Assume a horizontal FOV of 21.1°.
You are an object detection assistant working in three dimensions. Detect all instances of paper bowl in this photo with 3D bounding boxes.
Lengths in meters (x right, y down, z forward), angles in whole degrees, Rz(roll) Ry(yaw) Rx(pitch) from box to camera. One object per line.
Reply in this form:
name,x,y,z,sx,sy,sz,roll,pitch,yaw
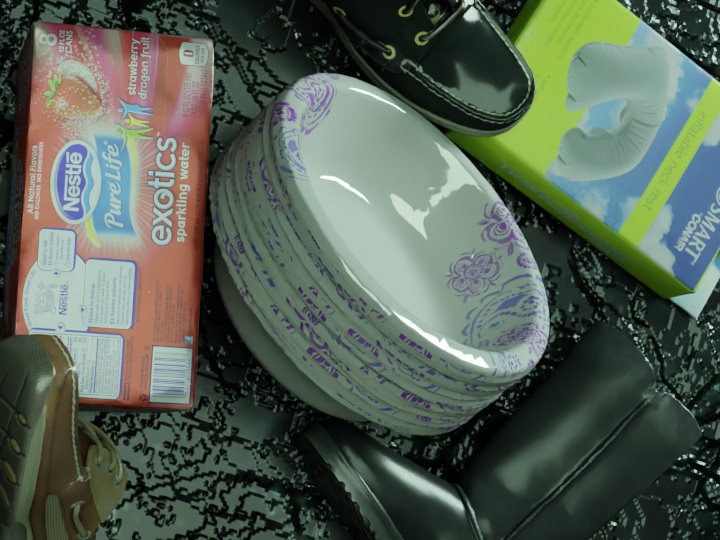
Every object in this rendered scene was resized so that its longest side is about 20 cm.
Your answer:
paper bowl,0.000,0.000,1.051,0.201,0.201,0.104,46,119,-9

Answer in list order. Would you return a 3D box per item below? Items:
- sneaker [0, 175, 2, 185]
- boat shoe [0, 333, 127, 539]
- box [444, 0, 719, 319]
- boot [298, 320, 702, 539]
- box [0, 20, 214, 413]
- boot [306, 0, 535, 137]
sneaker,-0.276,-0.074,1.027,0.200,0.077,0.089,39,62,-16
boat shoe,-0.158,0.099,0.977,0.071,0.201,0.076,-14,56,-26
box,0.164,-0.076,1.170,0.199,0.048,0.122,36,76,-11
boot,0.082,0.098,1.118,0.200,0.066,0.165,-39,105,-14
box,-0.139,-0.025,1.043,0.099,0.095,0.202,4,84,-15
boot,0.031,-0.160,1.045,0.203,0.154,0.074,42,74,-6
